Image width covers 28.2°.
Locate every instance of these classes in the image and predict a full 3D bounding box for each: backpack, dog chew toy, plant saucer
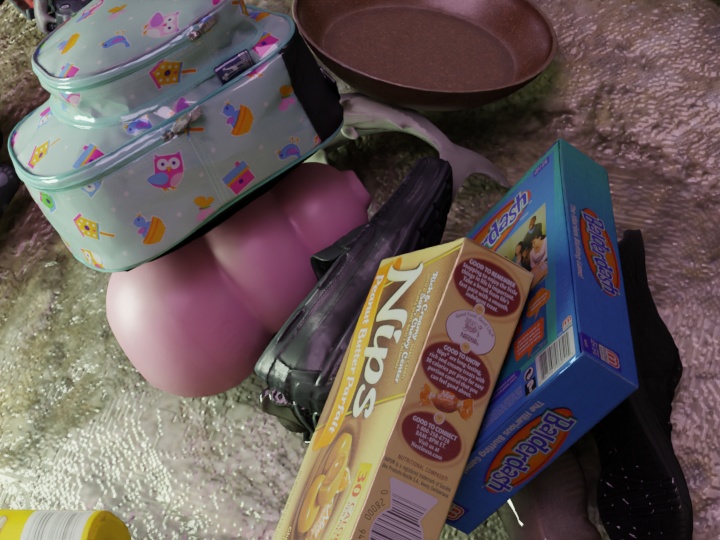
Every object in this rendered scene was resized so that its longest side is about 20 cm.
[{"bbox_3d":[-0.135,-0.101,0.946,0.200,0.154,0.176,-43,34,-9],"label":"backpack"},{"bbox_3d":[-0.079,-0.001,1.005,0.199,0.125,0.125,-35,58,3],"label":"dog chew toy"},{"bbox_3d":[0.046,-0.171,1.067,0.197,0.037,0.201,6,37,-4],"label":"plant saucer"}]

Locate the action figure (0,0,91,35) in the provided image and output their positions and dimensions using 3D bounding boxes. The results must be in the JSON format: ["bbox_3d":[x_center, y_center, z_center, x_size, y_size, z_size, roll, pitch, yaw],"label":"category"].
[{"bbox_3d":[-0.279,-0.251,1.199,0.192,0.106,0.199,-23,44,-37],"label":"action figure"}]

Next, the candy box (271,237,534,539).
[{"bbox_3d":[0.021,0.087,0.829,0.115,0.055,0.202,-14,51,65],"label":"candy box"}]

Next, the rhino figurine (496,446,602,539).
[{"bbox_3d":[0.119,0.165,0.876,0.059,0.088,0.202,-18,59,8],"label":"rhino figurine"}]

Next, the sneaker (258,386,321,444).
[{"bbox_3d":[0.006,0.104,0.956,0.114,0.076,0.200,-33,55,2],"label":"sneaker"}]

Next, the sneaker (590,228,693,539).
[{"bbox_3d":[0.176,0.081,0.908,0.060,0.104,0.202,-19,93,36],"label":"sneaker"}]

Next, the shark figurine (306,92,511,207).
[{"bbox_3d":[0.000,-0.101,1.069,0.212,0.089,0.130,-4,95,25],"label":"shark figurine"}]

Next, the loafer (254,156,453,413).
[{"bbox_3d":[0.000,0.000,0.943,0.070,0.068,0.202,22,63,18],"label":"loafer"}]

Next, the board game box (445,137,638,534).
[{"bbox_3d":[0.094,0.036,0.869,0.152,0.045,0.201,-47,24,33],"label":"board game box"}]

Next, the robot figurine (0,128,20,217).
[{"bbox_3d":[-0.367,-0.086,1.155,0.149,0.125,0.202,7,64,41],"label":"robot figurine"}]

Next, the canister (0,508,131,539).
[{"bbox_3d":[-0.263,0.233,0.972,0.197,0.087,0.150,-2,63,16],"label":"canister"}]
